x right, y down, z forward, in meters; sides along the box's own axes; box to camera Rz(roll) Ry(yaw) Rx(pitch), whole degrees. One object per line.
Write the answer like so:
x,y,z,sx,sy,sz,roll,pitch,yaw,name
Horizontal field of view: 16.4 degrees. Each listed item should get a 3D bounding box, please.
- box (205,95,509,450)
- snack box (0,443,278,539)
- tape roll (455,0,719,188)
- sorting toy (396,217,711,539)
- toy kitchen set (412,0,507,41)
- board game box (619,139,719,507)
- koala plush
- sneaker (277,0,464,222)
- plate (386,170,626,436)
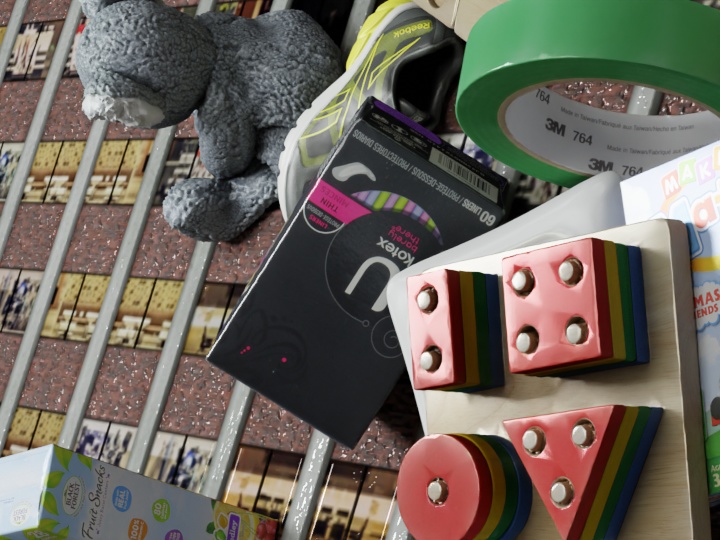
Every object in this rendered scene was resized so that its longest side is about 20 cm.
0.000,0.000,1.704,0.200,0.122,0.106,-58,3,14,box
-0.190,0.193,1.815,0.168,0.200,0.068,-18,56,50,snack box
0.158,-0.102,1.494,0.200,0.200,0.048,-16,57,50,tape roll
0.101,0.081,1.477,0.200,0.069,0.200,-12,77,43,sorting toy
0.075,-0.258,1.682,0.180,0.163,0.201,43,128,53,toy kitchen set
0.225,0.023,1.432,0.151,0.036,0.201,-24,67,47,board game box
-0.136,-0.151,1.946,0.184,0.200,0.178,-34,45,40,koala plush
0.007,-0.106,1.829,0.085,0.074,0.201,34,99,56,sneaker
0.103,0.063,1.556,0.200,0.032,0.200,-26,69,36,plate
